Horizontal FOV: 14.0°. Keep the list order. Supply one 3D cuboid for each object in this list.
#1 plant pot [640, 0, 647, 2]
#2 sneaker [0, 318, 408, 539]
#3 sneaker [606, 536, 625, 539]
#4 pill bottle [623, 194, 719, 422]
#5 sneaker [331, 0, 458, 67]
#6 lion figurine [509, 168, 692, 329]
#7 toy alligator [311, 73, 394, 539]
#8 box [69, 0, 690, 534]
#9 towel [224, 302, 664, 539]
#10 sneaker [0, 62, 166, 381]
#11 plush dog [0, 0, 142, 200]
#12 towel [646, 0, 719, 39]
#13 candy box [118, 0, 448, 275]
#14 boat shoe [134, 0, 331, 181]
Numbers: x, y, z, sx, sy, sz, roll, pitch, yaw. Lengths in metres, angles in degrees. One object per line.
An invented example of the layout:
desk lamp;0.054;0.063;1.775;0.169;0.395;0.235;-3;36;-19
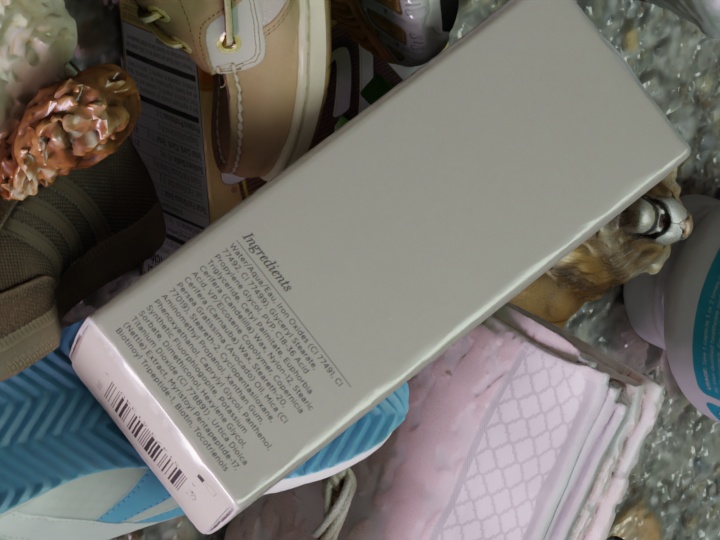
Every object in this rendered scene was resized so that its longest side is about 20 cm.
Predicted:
plant pot;0.178;-0.195;1.130;0.195;0.201;0.201;-15;115;-28
sneaker;-0.082;0.056;1.016;0.199;0.081;0.077;-11;73;-7
sneaker;0.041;0.170;1.226;0.199;0.082;0.077;-19;160;-18
pill bottle;0.203;0.026;1.213;0.111;0.200;0.111;-17;117;-37
sneaker;0.011;-0.167;0.985;0.088;0.076;0.200;-34;124;-29
lion figurine;0.056;0.038;1.190;0.122;0.072;0.200;4;117;-50
toy alligator;0.000;0.000;1.054;0.054;0.059;0.201;21;96;-1
box;0.006;-0.006;0.968;0.200;0.068;0.082;-36;86;-17
towel;0.011;0.101;1.077;0.032;0.191;0.200;22;93;-34
sneaker;-0.128;-0.011;0.962;0.076;0.070;0.200;69;21;-11
plush dog;-0.140;-0.110;0.905;0.160;0.199;0.172;-40;145;-63
towel;0.069;-0.186;1.022;0.048;0.200;0.171;-32;127;-15
candy box;-0.027;-0.095;1.065;0.115;0.055;0.201;-20;117;-33
boat shoe;-0.047;-0.109;0.952;0.066;0.074;0.200;-8;133;-11
